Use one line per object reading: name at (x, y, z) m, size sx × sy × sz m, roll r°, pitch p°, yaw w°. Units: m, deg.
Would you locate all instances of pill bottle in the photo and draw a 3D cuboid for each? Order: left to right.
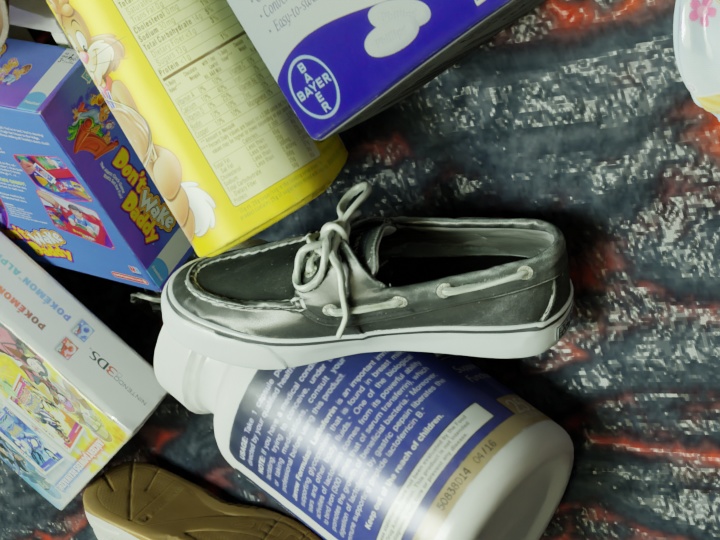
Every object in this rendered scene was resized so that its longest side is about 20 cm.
pill bottle at (-0.002, 0.075, 1.054) m, size 0.200 × 0.116 × 0.116 m, roll 35°, pitch 133°, yaw 22°

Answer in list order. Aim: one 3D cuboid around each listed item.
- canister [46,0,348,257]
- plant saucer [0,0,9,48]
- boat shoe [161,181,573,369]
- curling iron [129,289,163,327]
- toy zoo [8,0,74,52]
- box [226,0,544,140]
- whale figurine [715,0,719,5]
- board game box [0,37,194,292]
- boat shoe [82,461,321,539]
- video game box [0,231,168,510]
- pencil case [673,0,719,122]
canister at (-0.089, -0.115, 1.004) m, size 0.086 × 0.149 × 0.201 m, roll -30°, pitch 96°, yaw 8°
plant saucer at (-0.250, -0.168, 0.985) m, size 0.199 × 0.035 × 0.201 m, roll 19°, pitch 156°, yaw 9°
boat shoe at (0.000, 0.002, 0.988) m, size 0.198 × 0.074 × 0.068 m, roll 4°, pitch 136°, yaw 13°
curling iron at (-0.050, 0.058, 1.148) m, size 0.200 × 0.026 × 0.050 m, roll 35°, pitch 168°, yaw 17°
toy zoo at (-0.174, -0.099, 1.127) m, size 0.131 × 0.020 × 0.200 m, roll 15°, pitch 146°, yaw 37°
box at (0.008, -0.190, 0.897) m, size 0.184 × 0.105 × 0.201 m, roll -32°, pitch 90°, yaw 47°
whale figurine at (0.155, -0.146, 0.730) m, size 0.201 × 0.103 × 0.159 m, roll 67°, pitch 159°, yaw 9°
board game box at (-0.193, -0.065, 1.129) m, size 0.199 × 0.045 × 0.135 m, roll 13°, pitch 146°, yaw 39°
boat shoe at (-0.077, 0.179, 1.226) m, size 0.199 × 0.071 × 0.070 m, roll 25°, pitch 136°, yaw 35°
video game box at (-0.210, 0.047, 1.221) m, size 0.182 × 0.047 × 0.200 m, roll 44°, pitch 154°, yaw -2°
pencil case at (0.216, -0.087, 0.778) m, size 0.199 × 0.083 × 0.091 m, roll 14°, pitch 112°, yaw 38°
